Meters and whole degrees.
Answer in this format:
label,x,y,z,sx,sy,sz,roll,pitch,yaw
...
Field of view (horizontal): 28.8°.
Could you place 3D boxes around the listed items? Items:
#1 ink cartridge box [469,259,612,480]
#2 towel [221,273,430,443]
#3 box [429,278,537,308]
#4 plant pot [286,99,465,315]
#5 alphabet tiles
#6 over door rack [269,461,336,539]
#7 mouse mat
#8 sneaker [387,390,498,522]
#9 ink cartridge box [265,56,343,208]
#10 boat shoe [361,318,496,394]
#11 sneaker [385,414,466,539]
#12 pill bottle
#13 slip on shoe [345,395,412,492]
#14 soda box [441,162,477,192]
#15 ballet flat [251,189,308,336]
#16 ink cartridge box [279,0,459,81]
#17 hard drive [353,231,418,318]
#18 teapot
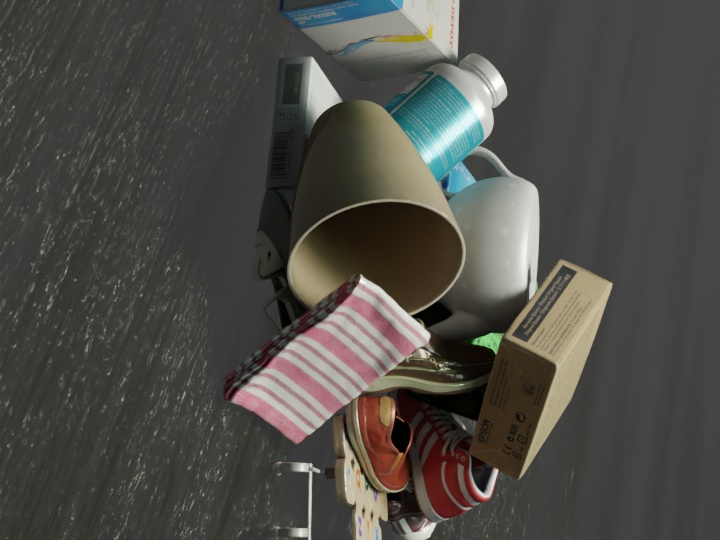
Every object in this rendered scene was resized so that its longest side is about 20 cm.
label,x,y,z,sx,sy,sz,roll,pitch,yaw
ink cartridge box,0.207,0.115,1.625,0.165,0.074,0.202,-48,157,-44
towel,-0.034,0.099,1.482,0.146,0.199,0.030,38,19,-46
box,0.146,-0.006,1.792,0.198,0.048,0.119,-1,75,-29
plant pot,0.005,-0.080,1.493,0.188,0.185,0.202,53,21,-45
alphabet tiles,0.001,0.233,1.631,0.200,0.014,0.198,47,38,-68
over door rack,-0.060,0.288,1.539,0.200,0.066,0.150,34,55,-73
mouse mat,0.151,0.108,1.734,0.198,0.008,0.163,21,67,-23
sneaker,0.105,0.196,1.708,0.071,0.112,0.203,-5,75,-47
ink cartridge box,-0.053,-0.135,1.646,0.200,0.049,0.165,54,38,-66
boat shoe,0.067,0.094,1.578,0.200,0.075,0.076,-3,116,-22
sneaker,0.074,0.237,1.782,0.116,0.075,0.201,58,39,-36
pill bottle,0.083,-0.170,1.673,0.200,0.110,0.111,-42,130,-13
slip on shoe,0.033,0.202,1.621,0.201,0.060,0.075,67,19,-55
soda box,0.137,-0.084,1.958,0.200,0.063,0.069,45,48,-50
ballet flat,-0.084,0.015,1.524,0.063,0.067,0.203,-21,97,-24
ink cartridge box,0.017,-0.341,1.683,0.200,0.143,0.149,32,57,-56
hard drive,0.007,0.047,1.629,0.135,0.042,0.201,-52,154,-19
teapot,0.136,-0.024,1.677,0.200,0.144,0.200,-62,153,-63
